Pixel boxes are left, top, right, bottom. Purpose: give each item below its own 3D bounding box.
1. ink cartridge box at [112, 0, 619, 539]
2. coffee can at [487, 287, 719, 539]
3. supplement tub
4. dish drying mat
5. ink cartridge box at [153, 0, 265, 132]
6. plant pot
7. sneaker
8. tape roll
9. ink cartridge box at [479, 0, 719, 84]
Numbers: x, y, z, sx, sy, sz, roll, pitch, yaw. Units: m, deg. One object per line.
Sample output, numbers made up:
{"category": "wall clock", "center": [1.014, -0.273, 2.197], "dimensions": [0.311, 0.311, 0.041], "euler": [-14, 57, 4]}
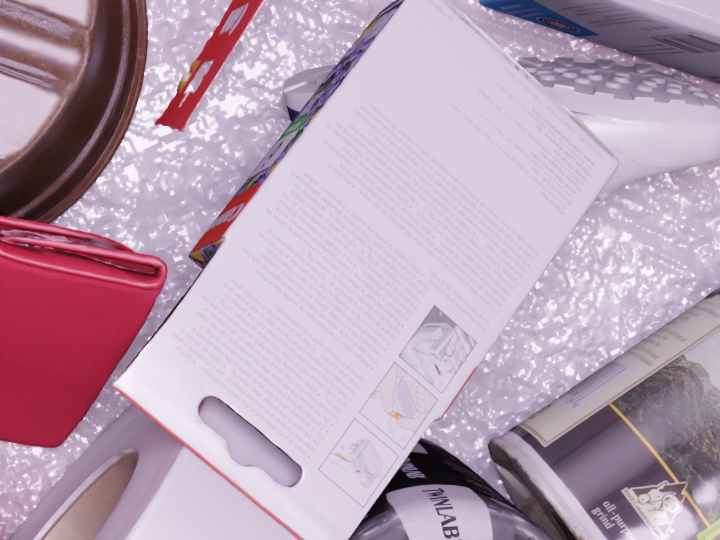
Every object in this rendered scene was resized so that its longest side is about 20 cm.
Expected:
{"category": "ink cartridge box", "center": [0.000, 0.000, 0.703], "dimensions": [0.109, 0.050, 0.200], "euler": [41, 70, -12]}
{"category": "coffee can", "center": [0.177, 0.078, 0.796], "dimensions": [0.200, 0.146, 0.147], "euler": [-34, 101, -6]}
{"category": "supplement tub", "center": [0.021, 0.139, 0.743], "dimensions": [0.122, 0.200, 0.123], "euler": [-1, 96, -11]}
{"category": "dish drying mat", "center": [-0.132, 0.028, 0.711], "dimensions": [0.077, 0.200, 0.018], "euler": [10, 66, -16]}
{"category": "ink cartridge box", "center": [-0.039, -0.151, 0.721], "dimensions": [0.050, 0.161, 0.200], "euler": [34, 89, -10]}
{"category": "plant pot", "center": [-0.174, -0.095, 0.676], "dimensions": [0.200, 0.198, 0.201], "euler": [0, 93, -9]}
{"category": "sneaker", "center": [0.064, -0.049, 0.804], "dimensions": [0.199, 0.076, 0.081], "euler": [-1, 104, -4]}
{"category": "tape roll", "center": [-0.095, 0.131, 0.720], "dimensions": [0.071, 0.202, 0.203], "euler": [40, 87, -11]}
{"category": "ink cartridge box", "center": [0.179, -0.152, 0.772], "dimensions": [0.200, 0.147, 0.146], "euler": [16, 92, -13]}
